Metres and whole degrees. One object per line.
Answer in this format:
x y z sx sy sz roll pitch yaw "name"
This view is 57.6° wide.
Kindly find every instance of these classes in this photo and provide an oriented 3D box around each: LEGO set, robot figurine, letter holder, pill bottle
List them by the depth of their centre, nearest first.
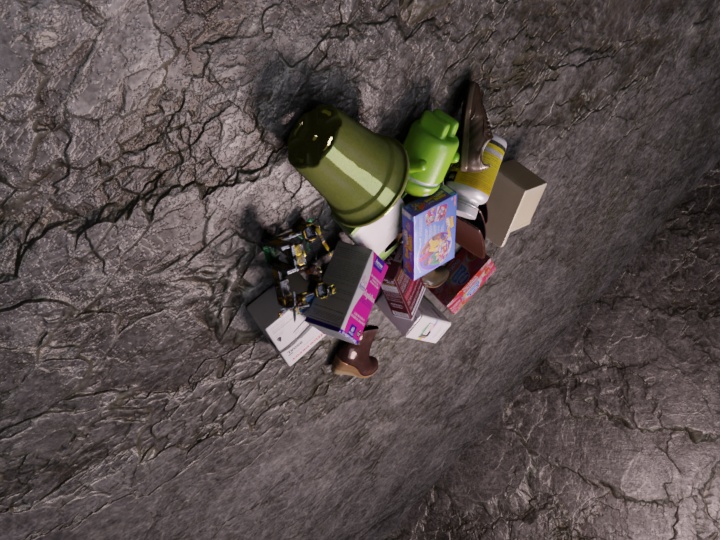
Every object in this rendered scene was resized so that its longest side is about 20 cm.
-0.117 -0.002 1.374 0.152 0.115 0.204 -12 105 -32 "LEGO set"
0.146 -0.255 1.471 0.175 0.115 0.202 -27 146 -52 "robot figurine"
0.274 -0.234 1.601 0.112 0.111 0.203 21 89 -57 "pill bottle"
0.298 -0.133 1.739 0.101 0.141 0.200 -50 157 -8 "letter holder"

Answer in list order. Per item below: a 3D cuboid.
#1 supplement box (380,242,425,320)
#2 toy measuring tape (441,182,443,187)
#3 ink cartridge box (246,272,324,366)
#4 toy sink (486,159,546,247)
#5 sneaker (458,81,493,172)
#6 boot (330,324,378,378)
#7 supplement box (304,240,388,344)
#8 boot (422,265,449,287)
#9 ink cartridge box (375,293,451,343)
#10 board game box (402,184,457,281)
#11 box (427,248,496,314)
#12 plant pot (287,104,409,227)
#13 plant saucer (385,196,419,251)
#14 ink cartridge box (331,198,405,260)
0.106 0.031 1.700 0.110 0.060 0.201 -64 150 -27 "supplement box"
0.168 -0.162 1.609 0.073 0.073 0.203 -27 134 -28 "toy measuring tape"
-0.162 0.115 1.548 0.144 0.084 0.201 -40 148 -13 "ink cartridge box"
0.423 -0.191 1.872 0.111 0.130 0.202 -20 140 -36 "toy sink"
0.271 -0.330 1.516 0.071 0.074 0.204 -87 -179 -78 "sneaker"
0.016 0.233 1.913 0.198 0.072 0.168 4 125 -48 "boot"
-0.030 0.050 1.499 0.101 0.102 0.203 40 67 -56 "supplement box"
0.197 -0.007 1.860 0.198 0.075 0.098 -12 138 -41 "boot"
0.153 0.124 1.886 0.084 0.145 0.199 -51 149 13 "ink cartridge box"
0.165 -0.088 1.568 0.133 0.045 0.202 -28 138 -24 "board game box"
0.313 0.023 2.014 0.200 0.095 0.100 -47 150 1 "box"
-0.036 -0.213 1.251 0.201 0.201 0.183 -50 137 7 "plant pot"
0.139 -0.113 1.712 0.198 0.029 0.202 -31 146 -23 "plant saucer"
0.036 -0.115 1.540 0.148 0.076 0.200 -45 151 -3 "ink cartridge box"
